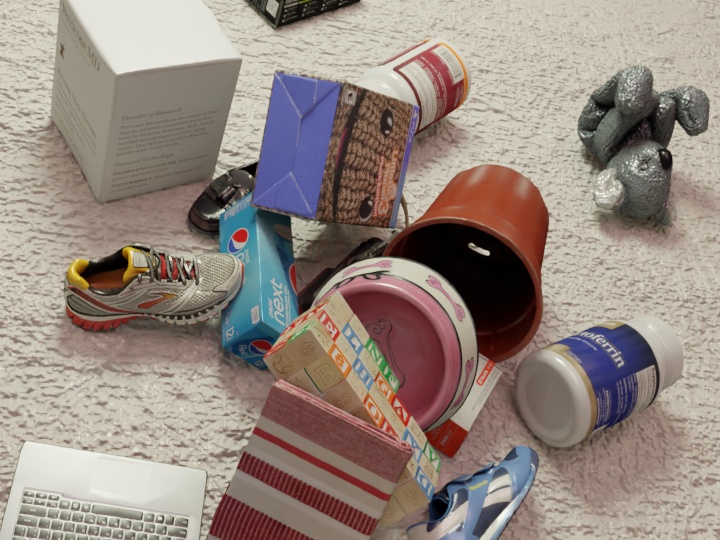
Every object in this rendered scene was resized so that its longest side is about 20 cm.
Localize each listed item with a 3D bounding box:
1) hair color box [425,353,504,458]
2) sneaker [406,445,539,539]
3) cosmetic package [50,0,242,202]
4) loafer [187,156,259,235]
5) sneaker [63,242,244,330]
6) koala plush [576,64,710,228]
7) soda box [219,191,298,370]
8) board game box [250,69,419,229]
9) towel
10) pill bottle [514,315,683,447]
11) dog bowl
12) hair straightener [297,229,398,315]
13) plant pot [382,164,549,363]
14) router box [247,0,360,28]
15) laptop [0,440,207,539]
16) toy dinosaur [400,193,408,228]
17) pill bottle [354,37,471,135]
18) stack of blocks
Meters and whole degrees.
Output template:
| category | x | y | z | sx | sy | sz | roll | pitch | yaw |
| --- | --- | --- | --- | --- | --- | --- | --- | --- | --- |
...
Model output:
| category | x | y | z | sx | sy | sz | roll | pitch | yaw |
| --- | --- | --- | --- | --- | --- | --- | --- | --- | --- |
| hair color box | 0.054 | 0.110 | 1.183 | 0.199 | 0.064 | 0.111 | 32 | 47 | 9 |
| sneaker | 0.123 | 0.244 | 1.087 | 0.082 | 0.074 | 0.200 | 36 | 46 | 14 |
| cosmetic package | -0.267 | -0.224 | 1.252 | 0.165 | 0.201 | 0.168 | -16 | 57 | -33 |
| loafer | -0.140 | -0.114 | 1.302 | 0.072 | 0.063 | 0.199 | 40 | 48 | 16 |
| sneaker | -0.224 | 0.013 | 1.116 | 0.197 | 0.083 | 0.078 | -10 | 54 | -12 |
| koala plush | 0.413 | -0.166 | 1.533 | 0.176 | 0.183 | 0.203 | 11 | 67 | -29 |
| soda box | -0.118 | 0.008 | 1.186 | 0.068 | 0.064 | 0.202 | 36 | 34 | -40 |
| board game box | -0.027 | -0.141 | 1.236 | 0.096 | 0.162 | 0.199 | 15 | 7 | 28 |
| towel | -0.053 | 0.214 | 0.963 | 0.143 | 0.202 | 0.023 | 26 | 20 | 3 |
| pill bottle | 0.290 | 0.126 | 1.229 | 0.198 | 0.116 | 0.116 | -17 | 58 | -34 |
| dog bowl | 0.023 | 0.090 | 1.087 | 0.199 | 0.201 | 0.074 | 32 | 15 | 8 |
| hair straightener | 0.000 | 0.000 | 1.257 | 0.200 | 0.076 | 0.041 | -37 | 107 | -47 |
| plant pot | 0.144 | -0.023 | 1.260 | 0.199 | 0.202 | 0.196 | 28 | 38 | 4 |
| router box | -0.105 | -0.477 | 1.639 | 0.199 | 0.062 | 0.150 | -28 | 64 | -38 |
| laptop | -0.230 | 0.228 | 0.926 | 0.185 | 0.116 | 0.202 | 12 | 47 | -13 |
| toy dinosaur | 0.020 | -0.141 | 1.380 | 0.199 | 0.107 | 0.060 | 39 | 43 | 23 |
| pill bottle | 0.062 | -0.250 | 1.470 | 0.114 | 0.115 | 0.199 | 41 | 48 | 16 |
| stack of blocks | -0.001 | 0.132 | 1.000 | 0.201 | 0.058 | 0.115 | 56 | 19 | -6 |
